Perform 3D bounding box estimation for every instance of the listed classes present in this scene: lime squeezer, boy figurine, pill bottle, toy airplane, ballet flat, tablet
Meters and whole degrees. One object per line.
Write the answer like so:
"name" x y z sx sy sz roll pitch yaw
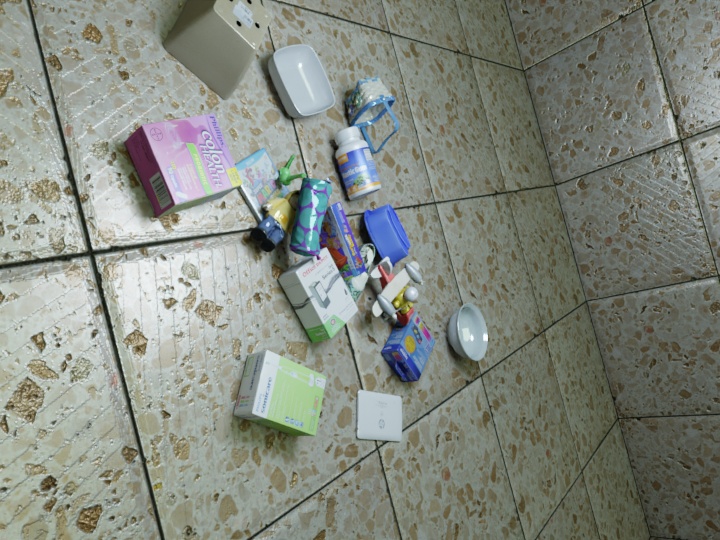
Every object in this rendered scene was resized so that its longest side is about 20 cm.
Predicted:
"lime squeezer" -0.196 -0.271 1.441 0.037 0.071 0.201 32 14 -26
"boy figurine" -0.202 -0.136 1.386 0.125 0.063 0.202 51 48 -19
"pill bottle" -0.015 -0.335 1.645 0.111 0.110 0.206 -22 94 -48
"toy airplane" 0.113 0.056 1.601 0.196 0.138 0.207 19 79 -47
"ballet flat" 0.000 0.000 1.590 0.074 0.073 0.205 37 53 -33
"tablet" 0.059 0.432 1.560 0.197 0.013 0.135 20 64 -42

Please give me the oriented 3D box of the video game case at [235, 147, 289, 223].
"video game case" -0.253 -0.210 1.412 0.143 0.017 0.204 -45 112 -44

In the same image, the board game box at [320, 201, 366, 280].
"board game box" -0.077 -0.072 1.477 0.044 0.132 0.206 -28 99 -47

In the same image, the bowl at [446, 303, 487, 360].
"bowl" 0.375 0.229 1.917 0.198 0.089 0.208 19 64 -44

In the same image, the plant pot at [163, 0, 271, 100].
"plant pot" -0.338 -0.602 1.324 0.198 0.174 0.205 36 53 -34

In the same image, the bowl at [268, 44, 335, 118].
"bowl" -0.181 -0.551 1.558 0.199 0.073 0.205 -37 106 -46

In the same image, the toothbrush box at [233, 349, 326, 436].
"toothbrush box" -0.189 0.300 1.272 0.198 0.084 0.150 33 56 -38

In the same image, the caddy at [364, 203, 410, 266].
"caddy" 0.079 -0.110 1.689 0.204 0.103 0.142 61 19 -14

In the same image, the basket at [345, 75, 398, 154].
"basket" 0.040 -0.508 1.725 0.137 0.176 0.204 -28 85 -33

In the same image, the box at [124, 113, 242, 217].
"box" -0.398 -0.242 1.203 0.198 0.095 0.181 -29 99 -49

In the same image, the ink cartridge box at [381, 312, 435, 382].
"ink cartridge box" 0.149 0.255 1.671 0.138 0.075 0.202 53 47 -22

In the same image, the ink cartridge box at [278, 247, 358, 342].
"ink cartridge box" -0.112 0.065 1.432 0.145 0.083 0.204 -41 109 -46

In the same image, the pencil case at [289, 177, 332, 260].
"pencil case" -0.127 -0.138 1.373 0.090 0.084 0.207 17 78 -30
